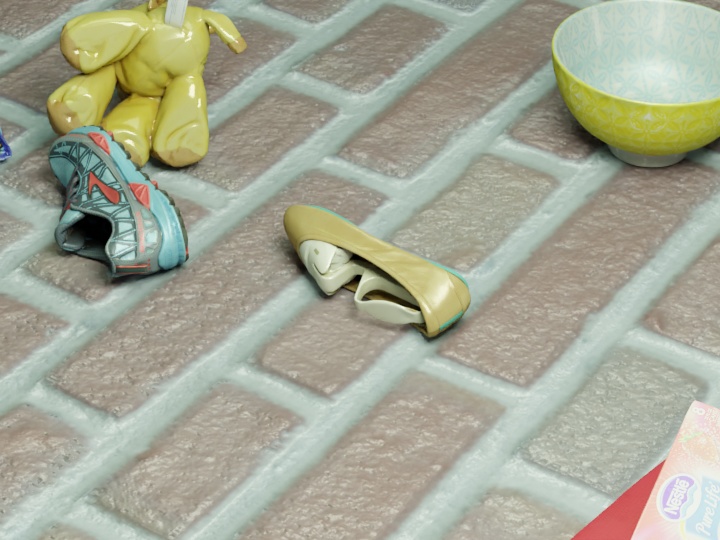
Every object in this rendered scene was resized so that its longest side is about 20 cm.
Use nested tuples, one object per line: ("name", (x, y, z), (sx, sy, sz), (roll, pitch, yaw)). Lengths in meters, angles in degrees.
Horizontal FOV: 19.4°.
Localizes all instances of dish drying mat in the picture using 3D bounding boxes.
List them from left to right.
("dish drying mat", (0.215, 0.195, 1.571), (0.077, 0.018, 0.200), (28, 45, 32))

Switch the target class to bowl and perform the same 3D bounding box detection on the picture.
("bowl", (0.276, -0.164, 1.992), (0.198, 0.108, 0.201), (0, 36, 0))

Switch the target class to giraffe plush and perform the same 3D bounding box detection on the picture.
("giraffe plush", (-0.205, -0.203, 2.021), (0.172, 0.201, 0.162), (28, 7, -12))

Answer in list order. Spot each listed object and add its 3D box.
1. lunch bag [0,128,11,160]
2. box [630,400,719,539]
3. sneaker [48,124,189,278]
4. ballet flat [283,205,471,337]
("lunch bag", (-0.455, -0.136, 1.991), (0.199, 0.095, 0.151), (-28, 44, -14))
("box", (0.237, 0.201, 1.472), (0.094, 0.103, 0.200), (21, 44, 13))
("sneaker", (-0.237, -0.061, 1.876), (0.095, 0.080, 0.200), (-24, 42, -27))
("ballet flat", (0.000, 0.000, 1.804), (0.199, 0.069, 0.063), (23, 55, 30))
